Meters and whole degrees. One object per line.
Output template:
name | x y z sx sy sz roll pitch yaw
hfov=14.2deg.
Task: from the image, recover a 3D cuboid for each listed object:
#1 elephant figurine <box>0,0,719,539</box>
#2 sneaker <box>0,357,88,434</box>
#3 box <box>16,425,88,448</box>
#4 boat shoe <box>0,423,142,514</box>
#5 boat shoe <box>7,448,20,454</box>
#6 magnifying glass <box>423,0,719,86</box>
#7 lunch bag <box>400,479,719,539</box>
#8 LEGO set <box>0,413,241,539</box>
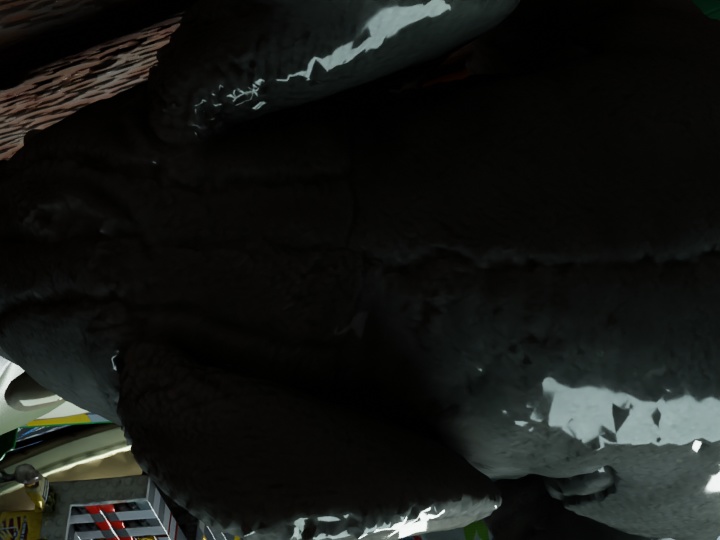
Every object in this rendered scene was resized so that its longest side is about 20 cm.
elephant figurine | -0.008 0.002 0.550 0.199 0.142 0.156 3 136 -32
sneaker | -0.151 0.032 0.730 0.199 0.068 0.090 -21 169 28
box | -0.099 0.031 1.063 0.158 0.046 0.200 -17 177 -21
boat shoe | -0.075 0.086 1.088 0.199 0.067 0.074 -15 177 -25
boat shoe | -0.212 0.100 1.165 0.199 0.075 0.093 -11 -142 -16
magnifying glass | 0.092 -0.067 0.753 0.199 0.023 0.080 -21 176 13
lunch bag | 0.096 0.074 0.822 0.169 0.128 0.201 -7 140 -18
LEGO set | -0.100 0.068 0.805 0.153 0.201 0.116 2 147 19
